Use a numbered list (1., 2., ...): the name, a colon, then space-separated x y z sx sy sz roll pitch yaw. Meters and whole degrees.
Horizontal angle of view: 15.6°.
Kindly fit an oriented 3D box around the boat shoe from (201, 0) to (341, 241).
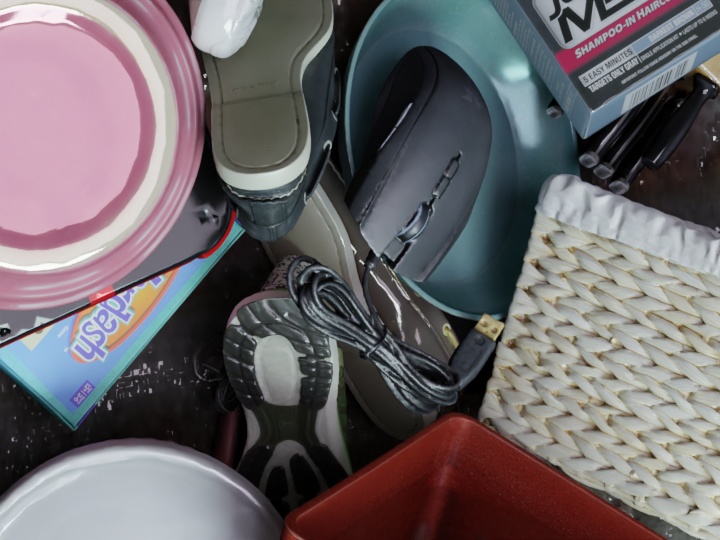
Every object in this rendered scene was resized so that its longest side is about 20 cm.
1. boat shoe: -0.046 -0.091 1.444 0.074 0.200 0.066 -7 130 2

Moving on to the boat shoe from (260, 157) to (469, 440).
1. boat shoe: 0.000 0.000 1.523 0.059 0.072 0.201 -38 105 -34

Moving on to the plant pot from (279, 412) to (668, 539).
1. plant pot: 0.058 0.224 1.405 0.200 0.199 0.177 -26 142 -57

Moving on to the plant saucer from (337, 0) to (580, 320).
1. plant saucer: 0.050 -0.068 1.514 0.199 0.036 0.201 11 75 -44

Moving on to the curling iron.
1. curling iron: -0.088 0.128 1.526 0.049 0.025 0.201 -5 107 -57

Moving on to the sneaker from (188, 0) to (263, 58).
1. sneaker: -0.093 -0.210 1.435 0.099 0.078 0.201 4 68 -8

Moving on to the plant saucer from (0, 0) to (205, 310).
1. plant saucer: -0.173 -0.077 1.372 0.199 0.051 0.202 -3 100 -19

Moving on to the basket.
1. basket: 0.200 0.058 1.514 0.198 0.199 0.162 14 99 -56

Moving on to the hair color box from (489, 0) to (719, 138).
1. hair color box: 0.114 -0.188 1.488 0.099 0.061 0.201 -32 79 -6

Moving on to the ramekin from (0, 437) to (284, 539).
1. ramekin: -0.126 0.185 1.463 0.201 0.094 0.204 0 100 -3

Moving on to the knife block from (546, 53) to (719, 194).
1. knife block: 0.207 -0.139 1.568 0.199 0.064 0.177 -5 89 -22

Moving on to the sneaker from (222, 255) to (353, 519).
1. sneaker: -0.033 0.077 1.514 0.076 0.089 0.201 6 126 8

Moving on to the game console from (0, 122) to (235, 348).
1. game console: -0.170 -0.075 1.416 0.176 0.031 0.201 -23 105 -14

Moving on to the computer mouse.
1. computer mouse: 0.048 -0.022 1.442 0.140 0.046 0.201 46 52 -28

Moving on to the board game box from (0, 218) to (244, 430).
1. board game box: -0.185 -0.034 1.453 0.200 0.045 0.152 45 80 -21
